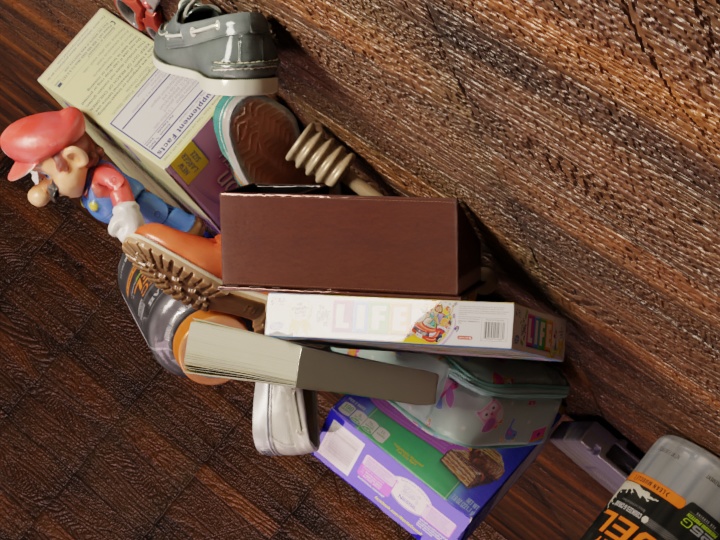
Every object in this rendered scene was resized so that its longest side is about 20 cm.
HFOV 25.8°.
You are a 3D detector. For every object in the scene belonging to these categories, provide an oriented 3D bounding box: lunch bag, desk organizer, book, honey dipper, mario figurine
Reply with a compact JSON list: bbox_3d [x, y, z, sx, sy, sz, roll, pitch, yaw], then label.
[{"bbox_3d":[0.081,0.082,1.410,0.160,0.077,0.200,3,-155,-46],"label":"lunch bag"},{"bbox_3d":[-0.008,-0.024,1.219,0.199,0.077,0.072,2,-170,20],"label":"desk organizer"},{"bbox_3d":[-0.044,0.079,1.316,0.133,0.048,0.200,12,176,-31],"label":"book"},{"bbox_3d":[0.028,-0.044,1.268,0.200,0.038,0.038,38,172,-3],"label":"honey dipper"},{"bbox_3d":[-0.250,-0.064,1.447,0.200,0.106,0.123,35,139,-22],"label":"mario figurine"}]

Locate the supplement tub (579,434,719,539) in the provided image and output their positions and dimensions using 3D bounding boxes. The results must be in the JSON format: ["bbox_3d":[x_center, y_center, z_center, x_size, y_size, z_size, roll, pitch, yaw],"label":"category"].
[{"bbox_3d":[0.240,0.246,1.296,0.122,0.200,0.123,38,171,7],"label":"supplement tub"}]

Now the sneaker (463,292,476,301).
[{"bbox_3d":[0.000,0.000,1.353,0.199,0.076,0.088,21,179,0],"label":"sneaker"}]

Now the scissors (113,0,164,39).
[{"bbox_3d":[-0.183,-0.225,1.309,0.073,0.014,0.200,41,173,3],"label":"scissors"}]

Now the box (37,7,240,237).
[{"bbox_3d":[-0.178,-0.131,1.500,0.200,0.097,0.176,35,170,34],"label":"box"}]

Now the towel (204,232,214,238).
[{"bbox_3d":[-0.092,0.007,1.736,0.199,0.050,0.148,27,-164,-10],"label":"towel"}]

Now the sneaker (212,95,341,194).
[{"bbox_3d":[-0.089,-0.101,1.352,0.080,0.072,0.200,30,169,29],"label":"sneaker"}]

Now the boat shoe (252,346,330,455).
[{"bbox_3d":[-0.058,0.073,1.467,0.070,0.201,0.071,-1,171,21],"label":"boat shoe"}]

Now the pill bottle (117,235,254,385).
[{"bbox_3d":[-0.165,0.036,1.521,0.106,0.106,0.200,45,-178,-31],"label":"pill bottle"}]

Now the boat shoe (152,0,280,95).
[{"bbox_3d":[-0.108,-0.174,1.169,0.200,0.072,0.062,-142,49,-63],"label":"boat shoe"}]

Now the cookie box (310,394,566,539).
[{"bbox_3d":[0.079,0.154,1.524,0.171,0.200,0.075,37,133,12],"label":"cookie box"}]

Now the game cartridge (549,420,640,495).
[{"bbox_3d":[0.282,0.218,1.539,0.200,0.038,0.130,40,175,-3],"label":"game cartridge"}]

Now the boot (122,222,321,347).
[{"bbox_3d":[-0.112,-0.013,1.410,0.199,0.108,0.075,23,160,-16],"label":"boot"}]

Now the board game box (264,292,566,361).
[{"bbox_3d":[0.045,0.044,1.217,0.199,0.034,0.134,2,174,24],"label":"board game box"}]
